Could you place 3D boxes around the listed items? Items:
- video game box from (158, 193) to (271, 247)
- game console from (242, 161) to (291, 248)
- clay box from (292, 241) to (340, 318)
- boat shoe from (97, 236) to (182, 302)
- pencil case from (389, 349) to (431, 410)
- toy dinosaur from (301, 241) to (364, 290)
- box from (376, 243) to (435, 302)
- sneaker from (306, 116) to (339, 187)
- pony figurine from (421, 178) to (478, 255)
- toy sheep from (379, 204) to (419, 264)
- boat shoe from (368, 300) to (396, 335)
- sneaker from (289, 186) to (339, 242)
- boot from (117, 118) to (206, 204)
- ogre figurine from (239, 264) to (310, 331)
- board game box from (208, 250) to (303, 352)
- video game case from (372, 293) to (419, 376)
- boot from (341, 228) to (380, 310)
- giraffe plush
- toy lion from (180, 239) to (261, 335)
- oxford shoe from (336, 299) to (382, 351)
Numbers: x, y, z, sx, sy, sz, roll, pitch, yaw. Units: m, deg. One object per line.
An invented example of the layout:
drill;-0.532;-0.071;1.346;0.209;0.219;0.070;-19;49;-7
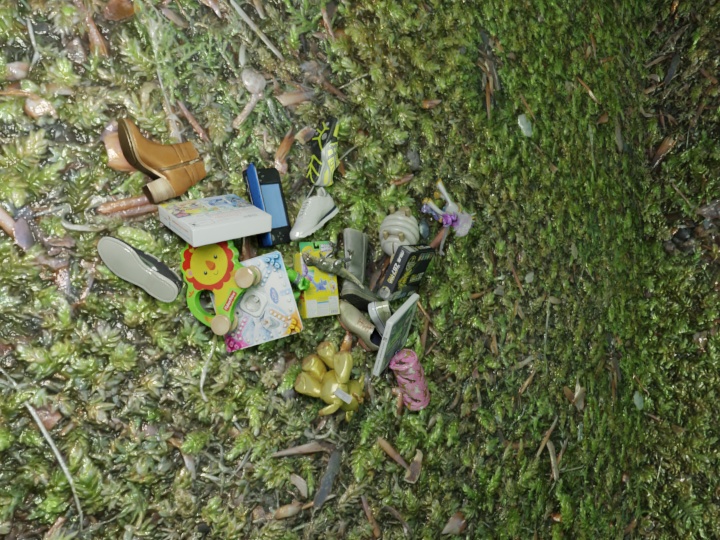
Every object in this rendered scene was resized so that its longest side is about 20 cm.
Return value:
video game box;-0.335;-0.120;1.301;0.198;0.181;0.048;-16;124;-38
game console;-0.219;-0.167;1.421;0.169;0.117;0.204;-17;96;-50
clay box;-0.122;0.024;1.541;0.113;0.047;0.204;-4;86;-38
boat shoe;-0.481;-0.010;1.244;0.199;0.074;0.061;35;22;-14
pencil case;0.149;0.327;1.671;0.083;0.086;0.202;-43;129;-29
toy dinosaur;-0.065;-0.024;1.521;0.197;0.047;0.090;25;78;-17
box;0.136;0.003;1.660;0.199;0.049;0.163;-8;128;-62
sneaker;-0.095;-0.332;1.594;0.076;0.075;0.204;20;83;-43
pony figurine;0.293;-0.174;1.852;0.199;0.166;0.195;39;54;-12
toy sheep;0.114;-0.108;1.694;0.137;0.137;0.203;38;59;-29
boat shoe;0.079;0.141;1.629;0.200;0.061;0.073;48;32;-62
sneaker;-0.139;-0.149;1.528;0.081;0.075;0.200;62;40;-20
boot;-0.452;-0.270;1.293;0.154;0.073;0.203;-36;119;-35
ogre figurine;-0.230;0.048;1.414;0.198;0.098;0.121;-31;106;-1
board game box;-0.258;0.078;1.355;0.196;0.026;0.204;-16;97;5
video game case;0.104;0.182;1.622;0.200;0.023;0.185;-37;145;-55
boot;0.002;0.000;1.632;0.181;0.071;0.204;39;42;-52
giraffe plush;-0.054;0.310;1.506;0.173;0.200;0.162;-45;142;0
toy lion;-0.342;0.019;1.312;0.190;0.069;0.202;30;99;6
oxford shoe;0.005;0.154;1.612;0.200;0.073;0.071;47;59;-25
